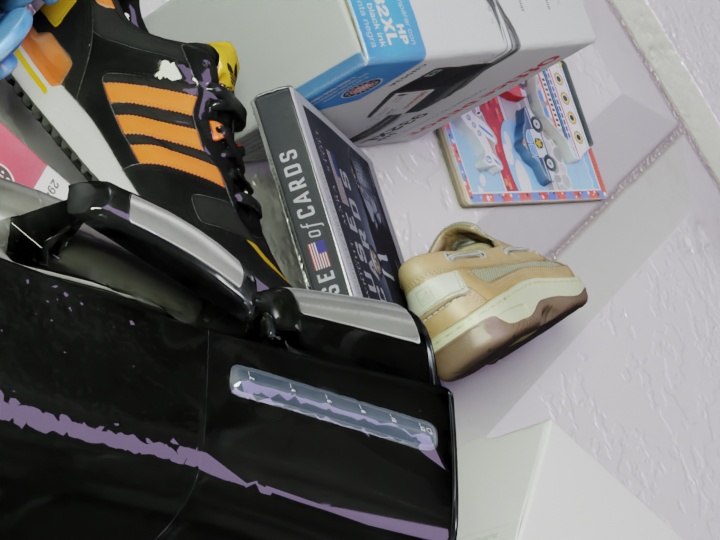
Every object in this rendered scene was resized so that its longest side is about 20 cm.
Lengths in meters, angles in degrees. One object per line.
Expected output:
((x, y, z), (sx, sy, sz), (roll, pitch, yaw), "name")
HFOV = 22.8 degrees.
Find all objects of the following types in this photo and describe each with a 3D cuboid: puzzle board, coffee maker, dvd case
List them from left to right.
((-0.079, 0.075, 0.624), (0.200, 0.135, 0.192), (21, 73, -26), "coffee maker")
((0.000, 0.000, 0.884), (0.200, 0.025, 0.151), (31, 41, -78), "dvd case")
((0.085, -0.137, 1.132), (0.151, 0.017, 0.200), (-5, 75, -48), "puzzle board")

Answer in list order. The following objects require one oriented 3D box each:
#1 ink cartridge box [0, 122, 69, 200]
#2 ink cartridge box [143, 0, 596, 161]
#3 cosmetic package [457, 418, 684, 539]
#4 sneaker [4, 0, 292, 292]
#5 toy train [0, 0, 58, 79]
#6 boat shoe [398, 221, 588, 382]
((-0.138, 0.052, 0.739), (0.200, 0.085, 0.146), (45, 44, -24), "ink cartridge box")
((0.005, -0.122, 0.937), (0.200, 0.145, 0.084), (-13, 80, -49), "ink cartridge box")
((0.114, 0.175, 0.927), (0.200, 0.108, 0.085), (40, 47, -24), "cosmetic package")
((-0.078, -0.059, 0.802), (0.200, 0.090, 0.070), (47, -4, 19), "sneaker")
((-0.177, -0.136, 0.772), (0.087, 0.114, 0.200), (50, 42, -23), "toy train")
((0.071, 0.006, 0.971), (0.076, 0.072, 0.200), (56, 14, 8), "boat shoe")
